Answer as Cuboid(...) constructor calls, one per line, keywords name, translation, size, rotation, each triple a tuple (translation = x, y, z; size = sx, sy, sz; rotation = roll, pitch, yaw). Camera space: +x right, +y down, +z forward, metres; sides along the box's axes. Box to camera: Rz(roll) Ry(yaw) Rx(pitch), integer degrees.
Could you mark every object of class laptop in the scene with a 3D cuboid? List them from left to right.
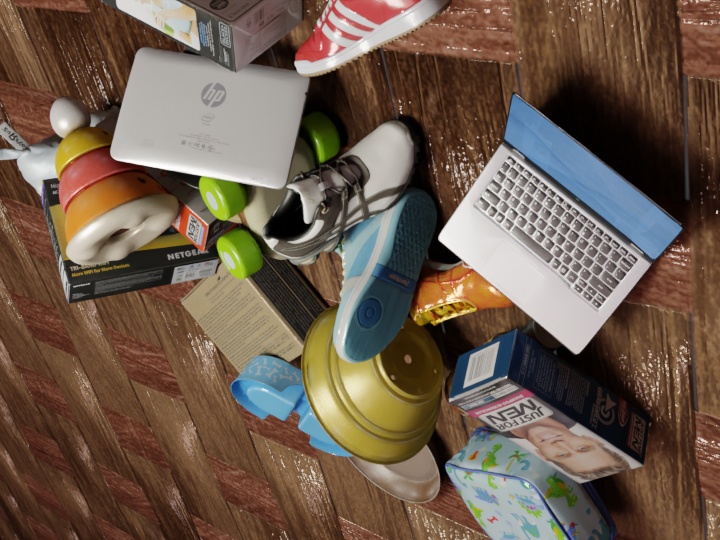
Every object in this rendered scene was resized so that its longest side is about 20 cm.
Cuboid(name="laptop", translation=(0.175, -0.035, 0.986), size=(0.187, 0.116, 0.201), rotation=(40, 118, 11))

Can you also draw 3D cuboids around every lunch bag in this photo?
Cuboid(name="lunch bag", translation=(0.203, 0.276, 1.277), size=(0.162, 0.082, 0.199), rotation=(56, 155, -14))

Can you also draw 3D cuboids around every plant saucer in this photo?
Cuboid(name="plant saucer", translation=(0.038, 0.240, 1.489), size=(0.198, 0.032, 0.202), rotation=(28, 141, 25))

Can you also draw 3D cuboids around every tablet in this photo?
Cuboid(name="tablet", translation=(-0.159, -0.164, 1.123), size=(0.196, 0.132, 0.014), rotation=(11, 167, 9))

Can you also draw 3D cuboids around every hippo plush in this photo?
Cuboid(name="hippo plush", translation=(-0.386, -0.170, 1.491), size=(0.159, 0.161, 0.200), rotation=(-29, 120, 24))

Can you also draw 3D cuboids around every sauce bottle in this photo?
Cuboid(name="sauce bottle", translation=(0.162, 0.104, 1.195), size=(0.066, 0.066, 0.200), rotation=(45, 143, 4))

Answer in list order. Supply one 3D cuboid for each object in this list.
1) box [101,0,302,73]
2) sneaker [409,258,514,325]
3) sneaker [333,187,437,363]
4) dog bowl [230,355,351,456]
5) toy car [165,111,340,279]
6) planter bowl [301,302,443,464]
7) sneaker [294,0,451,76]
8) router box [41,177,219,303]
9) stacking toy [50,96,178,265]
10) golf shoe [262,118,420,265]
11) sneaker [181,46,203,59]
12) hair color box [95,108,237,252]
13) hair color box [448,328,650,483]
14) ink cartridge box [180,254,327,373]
Cuboid(name="box", translation=(-0.170, -0.298, 1.117), size=(0.198, 0.117, 0.061), rotation=(30, 145, 22))
Cuboid(name="sneaker", translation=(0.098, 0.029, 1.164), size=(0.073, 0.078, 0.198), rotation=(32, 162, -34))
Cuboid(name="sneaker", translation=(0.000, 0.000, 1.180), size=(0.079, 0.203, 0.130), rotation=(34, 167, -38))
Cuboid(name="dog bowl", translation=(-0.079, 0.183, 1.447), size=(0.198, 0.050, 0.112), rotation=(29, 149, -3))
Cuboid(name="toy car", translation=(-0.137, -0.113, 1.238), size=(0.199, 0.163, 0.160), rotation=(32, 145, 42))
Cuboid(name="planter bowl", translation=(0.036, 0.114, 1.229), size=(0.201, 0.200, 0.083), rotation=(50, 137, -4))
Cuboid(name="sneaker", translation=(-0.013, -0.264, 1.015), size=(0.198, 0.071, 0.113), rotation=(-16, 116, 45))
Cuboid(name="router box", translation=(-0.300, -0.054, 1.378), size=(0.159, 0.197, 0.052), rotation=(67, 153, 24))
Cuboid(name="stacking toy", translation=(-0.320, -0.122, 1.272), size=(0.202, 0.145, 0.146), rotation=(61, 147, 8))
Cuboid(name="golf shoe", translation=(-0.021, -0.083, 1.110), size=(0.200, 0.094, 0.078), rotation=(-46, 67, 14))
Cuboid(name="sneaker", translation=(-0.176, -0.218, 1.226), size=(0.073, 0.088, 0.201), rotation=(27, 138, -8))
Cuboid(name="hair color box", translation=(-0.232, -0.131, 1.350), size=(0.199, 0.111, 0.064), rotation=(40, 144, 12))
Cuboid(name="hair color box", translation=(0.201, 0.148, 1.124), size=(0.198, 0.061, 0.100), rotation=(32, 145, -20))
Cuboid(name="ink cartridge box", translation=(-0.145, 0.056, 1.470), size=(0.165, 0.075, 0.200), rotation=(51, 146, -3))
